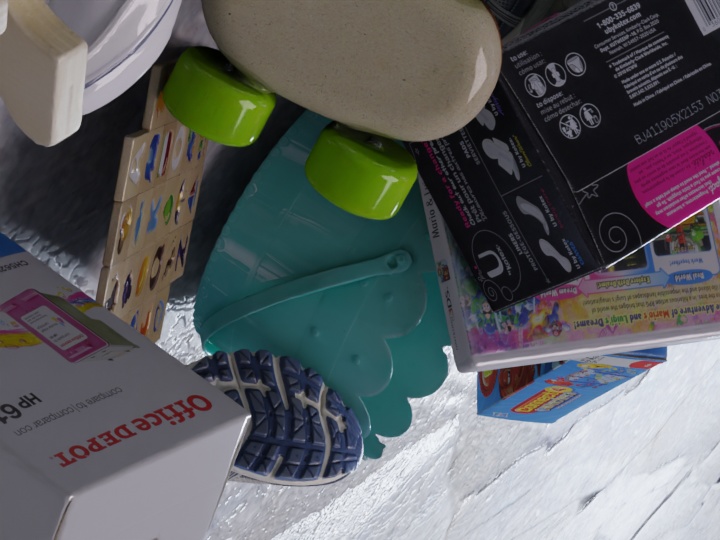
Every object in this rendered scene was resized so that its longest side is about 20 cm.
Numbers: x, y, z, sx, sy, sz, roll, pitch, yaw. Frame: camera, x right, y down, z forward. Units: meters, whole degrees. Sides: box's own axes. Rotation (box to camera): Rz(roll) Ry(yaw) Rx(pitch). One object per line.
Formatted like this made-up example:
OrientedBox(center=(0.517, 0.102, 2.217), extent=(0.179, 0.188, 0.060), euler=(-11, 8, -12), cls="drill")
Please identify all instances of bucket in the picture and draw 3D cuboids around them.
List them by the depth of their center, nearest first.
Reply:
OrientedBox(center=(0.000, 0.000, 1.526), extent=(0.207, 0.135, 0.207), euler=(-54, 167, -19), cls="bucket")

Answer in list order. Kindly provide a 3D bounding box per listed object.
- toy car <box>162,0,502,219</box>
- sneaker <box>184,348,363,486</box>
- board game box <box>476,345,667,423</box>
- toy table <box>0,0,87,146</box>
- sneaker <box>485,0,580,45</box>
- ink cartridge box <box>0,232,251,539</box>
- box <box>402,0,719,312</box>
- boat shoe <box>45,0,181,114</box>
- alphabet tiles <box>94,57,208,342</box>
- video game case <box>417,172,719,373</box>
OrientedBox(center=(0.001, -0.149, 1.311), extent=(0.165, 0.157, 0.200), euler=(-61, -174, 21), cls="toy car")
OrientedBox(center=(-0.098, 0.090, 1.456), extent=(0.085, 0.199, 0.077), euler=(109, -9, -64), cls="sneaker")
OrientedBox(center=(0.131, -0.021, 1.583), extent=(0.196, 0.056, 0.201), euler=(138, -45, -67), cls="board game box")
OrientedBox(center=(-0.156, -0.149, 1.033), extent=(0.184, 0.117, 0.200), euler=(-43, 155, -29), cls="toy table")
OrientedBox(center=(0.100, -0.175, 1.496), extent=(0.078, 0.086, 0.200), euler=(-22, 165, -49), cls="sneaker")
OrientedBox(center=(-0.174, 0.066, 1.193), extent=(0.144, 0.200, 0.085), euler=(-23, 143, -55), cls="ink cartridge box")
OrientedBox(center=(0.140, -0.083, 1.391), extent=(0.200, 0.132, 0.115), euler=(-29, -179, -34), cls="box")
OrientedBox(center=(-0.108, -0.169, 1.187), extent=(0.200, 0.073, 0.065), euler=(-62, 155, -10), cls="boat shoe")
OrientedBox(center=(-0.109, -0.032, 1.334), extent=(0.200, 0.006, 0.167), euler=(-46, 148, -78), cls="alphabet tiles")
OrientedBox(center=(0.124, -0.041, 1.452), extent=(0.199, 0.183, 0.024), euler=(-6, 170, -31), cls="video game case")
